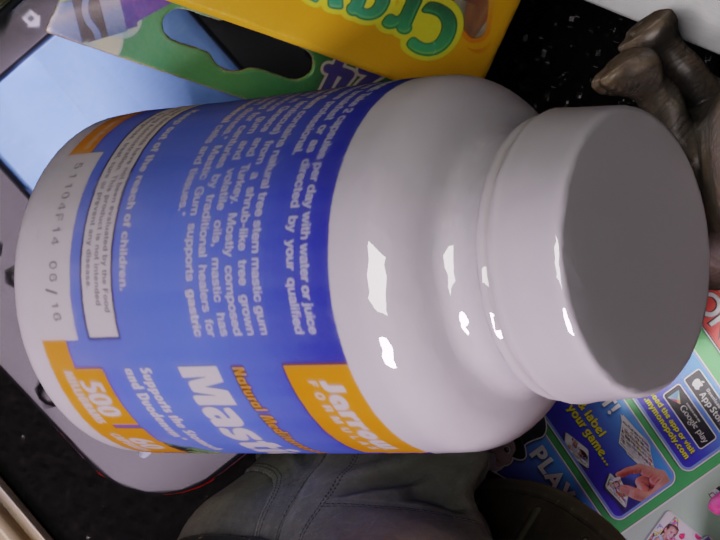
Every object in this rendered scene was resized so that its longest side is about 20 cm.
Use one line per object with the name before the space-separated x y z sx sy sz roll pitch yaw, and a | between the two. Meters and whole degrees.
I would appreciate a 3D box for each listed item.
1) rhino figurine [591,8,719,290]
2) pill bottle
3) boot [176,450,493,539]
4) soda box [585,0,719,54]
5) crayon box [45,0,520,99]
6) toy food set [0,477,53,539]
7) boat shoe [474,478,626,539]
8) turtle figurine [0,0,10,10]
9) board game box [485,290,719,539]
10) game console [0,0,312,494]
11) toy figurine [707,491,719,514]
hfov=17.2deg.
rhino figurine | 0.109 -0.036 0.723 0.088 0.060 0.200 52 140 -7
pill bottle | 0.000 0.000 0.722 0.199 0.112 0.113 -3 94 39
boot | 0.027 0.070 0.746 0.199 0.131 0.068 2 135 42
soda box | 0.142 -0.095 0.758 0.199 0.068 0.064 24 105 19
crayon box | 0.002 -0.135 0.712 0.201 0.125 0.052 -65 28 16
toy food set | -0.172 0.161 0.923 0.200 0.060 0.144 48 110 12
boat shoe | 0.033 0.115 0.804 0.199 0.072 0.068 9 139 50
turtle figurine | -0.130 -0.122 0.860 0.149 0.101 0.201 -15 97 28
board game box | 0.119 0.091 0.809 0.134 0.029 0.201 -37 81 21
game console | -0.060 -0.030 0.829 0.200 0.031 0.177 -38 108 17
toy figurine | 0.146 0.143 0.740 0.199 0.149 0.186 -21 72 48
